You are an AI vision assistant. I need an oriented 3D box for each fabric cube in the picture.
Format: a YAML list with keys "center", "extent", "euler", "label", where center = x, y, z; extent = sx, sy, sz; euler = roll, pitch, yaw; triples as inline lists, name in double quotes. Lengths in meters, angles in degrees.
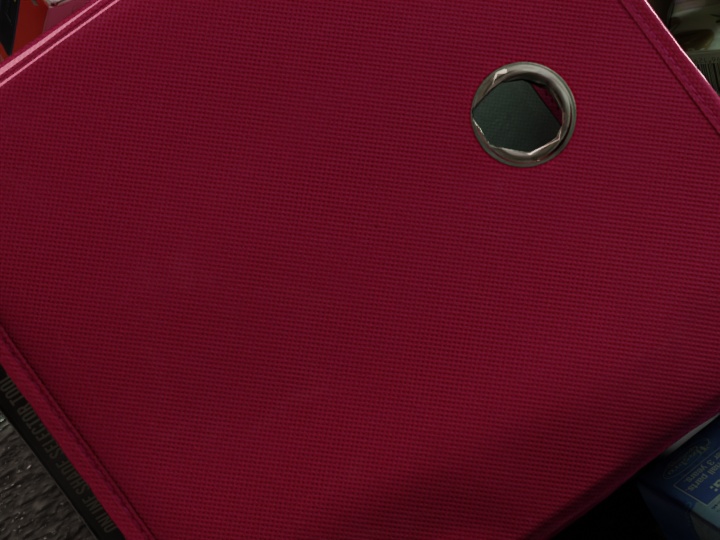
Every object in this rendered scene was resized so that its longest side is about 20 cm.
- center: [0.000, 0.000, 0.775]
  extent: [0.199, 0.196, 0.200]
  euler: [-35, -6, -4]
  label: "fabric cube"

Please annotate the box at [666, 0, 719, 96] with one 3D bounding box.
- center: [0.205, -0.078, 0.886]
  extent: [0.199, 0.042, 0.039]
  euler: [-4, 41, 20]
  label: "box"

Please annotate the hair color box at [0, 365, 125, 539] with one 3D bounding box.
- center: [-0.111, 0.030, 1.043]
  extent: [0.064, 0.111, 0.200]
  euler: [-32, 25, 1]
  label: "hair color box"

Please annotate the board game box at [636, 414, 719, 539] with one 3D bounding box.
- center: [0.206, 0.042, 0.722]
  extent: [0.200, 0.043, 0.199]
  euler: [-37, 25, -11]
  label: "board game box"

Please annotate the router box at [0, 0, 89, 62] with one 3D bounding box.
- center: [-0.037, -0.122, 0.873]
  extent: [0.200, 0.049, 0.180]
  euler: [-28, -6, -16]
  label: "router box"

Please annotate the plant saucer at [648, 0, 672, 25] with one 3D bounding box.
- center: [0.062, -0.056, 1.020]
  extent: [0.200, 0.030, 0.200]
  euler: [-27, 24, 13]
  label: "plant saucer"
